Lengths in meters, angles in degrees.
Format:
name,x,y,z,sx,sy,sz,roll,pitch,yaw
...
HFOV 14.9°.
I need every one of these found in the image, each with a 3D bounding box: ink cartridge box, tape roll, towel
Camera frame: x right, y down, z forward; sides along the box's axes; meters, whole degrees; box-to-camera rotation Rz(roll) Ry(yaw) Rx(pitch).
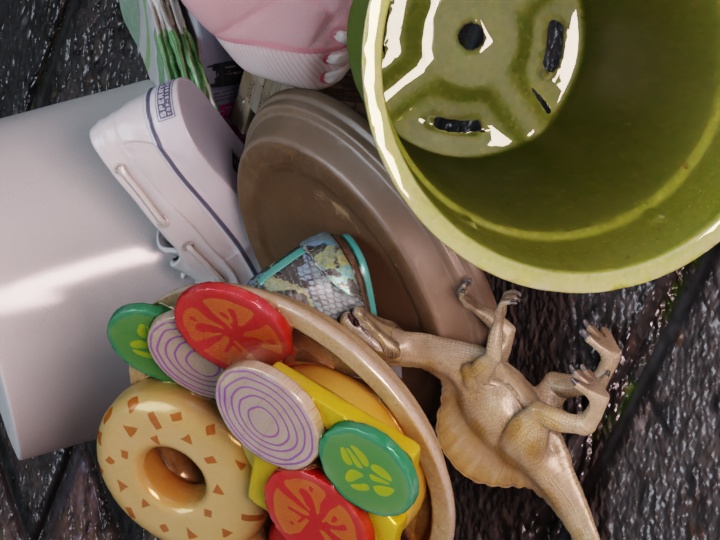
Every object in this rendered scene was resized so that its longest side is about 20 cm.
name,x,y,z,sx,sy,sz,roll,pitch,yaw
ink cartridge box,-0.097,-0.179,1.647,0.200,0.042,0.119,84,166,-46
tape roll,-0.166,-0.001,1.645,0.203,0.139,0.203,165,90,-79
towel,-0.120,-0.124,1.676,0.153,0.023,0.200,91,161,-58

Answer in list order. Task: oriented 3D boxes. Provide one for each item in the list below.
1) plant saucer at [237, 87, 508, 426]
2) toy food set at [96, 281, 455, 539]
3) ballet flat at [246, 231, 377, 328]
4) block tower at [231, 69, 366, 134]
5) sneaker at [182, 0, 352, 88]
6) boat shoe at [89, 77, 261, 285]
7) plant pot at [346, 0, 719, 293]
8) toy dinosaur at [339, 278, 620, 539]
name,x,y,z,sx,sy,sz,roll,pitch,yaw
plant saucer,0.000,0.000,1.410,0.200,0.029,0.200,42,152,28
toy food set,-0.042,0.086,1.348,0.200,0.049,0.198,30,140,19
ballet flat,-0.012,0.071,1.400,0.074,0.074,0.200,42,154,57
block tower,-0.012,-0.065,1.530,0.200,0.054,0.058,50,130,54
sneaker,-0.002,-0.162,1.487,0.200,0.105,0.075,-14,33,29
boat shoe,-0.081,-0.026,1.523,0.065,0.200,0.074,-20,39,16
plant pot,0.075,-0.101,1.256,0.190,0.200,0.200,-151,68,-74
toy dinosaur,0.082,0.073,1.317,0.200,0.058,0.101,48,122,11
